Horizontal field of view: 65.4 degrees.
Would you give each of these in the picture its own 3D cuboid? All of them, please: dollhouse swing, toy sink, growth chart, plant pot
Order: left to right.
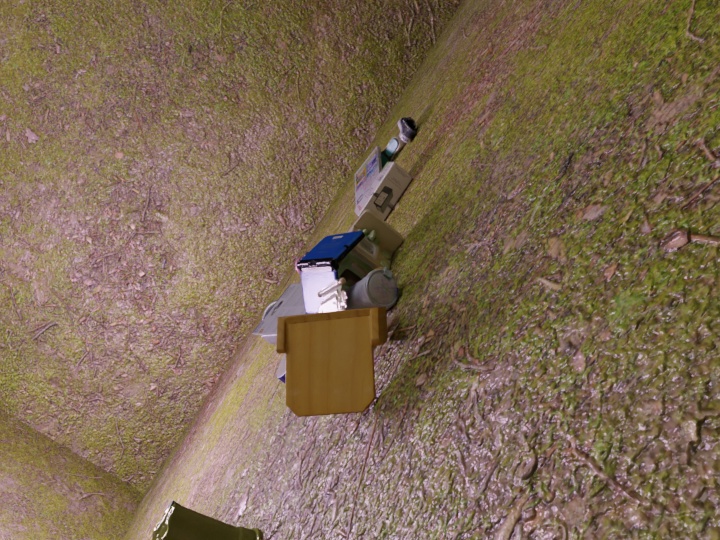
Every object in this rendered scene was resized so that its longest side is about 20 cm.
[{"bbox_3d":[-0.318,0.553,1.075,0.202,0.182,0.201,-53,12,15],"label":"plant pot"},{"bbox_3d":[-0.053,0.125,1.221,0.143,0.017,0.208,-14,83,58],"label":"growth chart"},{"bbox_3d":[-0.046,0.167,1.067,0.182,0.193,0.183,17,-114,-80],"label":"dollhouse swing"},{"bbox_3d":[0.003,-0.026,1.422,0.201,0.129,0.113,-49,13,28],"label":"toy sink"}]

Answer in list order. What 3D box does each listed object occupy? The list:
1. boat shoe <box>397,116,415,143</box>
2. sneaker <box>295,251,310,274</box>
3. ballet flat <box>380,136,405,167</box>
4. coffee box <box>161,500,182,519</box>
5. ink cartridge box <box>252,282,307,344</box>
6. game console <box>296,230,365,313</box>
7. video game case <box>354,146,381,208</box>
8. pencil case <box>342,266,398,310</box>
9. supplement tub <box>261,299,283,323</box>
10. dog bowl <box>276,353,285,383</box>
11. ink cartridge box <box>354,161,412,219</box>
[{"bbox_3d":[0.192,-0.580,2.245,0.068,0.071,0.202,-51,16,29],"label":"boat shoe"},{"bbox_3d":[-0.106,-0.030,1.781,0.096,0.194,0.081,-50,51,51],"label":"sneaker"},{"bbox_3d":[0.120,-0.484,2.339,0.200,0.069,0.071,-42,18,45],"label":"ballet flat"},{"bbox_3d":[-0.489,0.723,1.491,0.044,0.122,0.201,-48,12,12],"label":"coffee box"},{"bbox_3d":[-0.174,0.110,1.500,0.197,0.041,0.201,-7,39,49],"label":"ink cartridge box"},{"bbox_3d":[-0.065,0.008,1.339,0.170,0.120,0.198,-44,20,-24],"label":"game console"},{"bbox_3d":[0.032,-0.387,2.350,0.200,0.021,0.187,-44,41,49],"label":"video game case"},{"bbox_3d":[0.013,0.058,1.263,0.199,0.081,0.094,143,136,-62],"label":"pencil case"},{"bbox_3d":[-0.205,0.158,1.668,0.124,0.121,0.200,-55,-17,-1],"label":"supplement tub"},{"bbox_3d":[-0.138,0.217,1.481,0.202,0.078,0.201,-54,12,16],"label":"dog bowl"},{"bbox_3d":[0.072,-0.246,1.828,0.203,0.083,0.146,-55,11,6],"label":"ink cartridge box"}]
